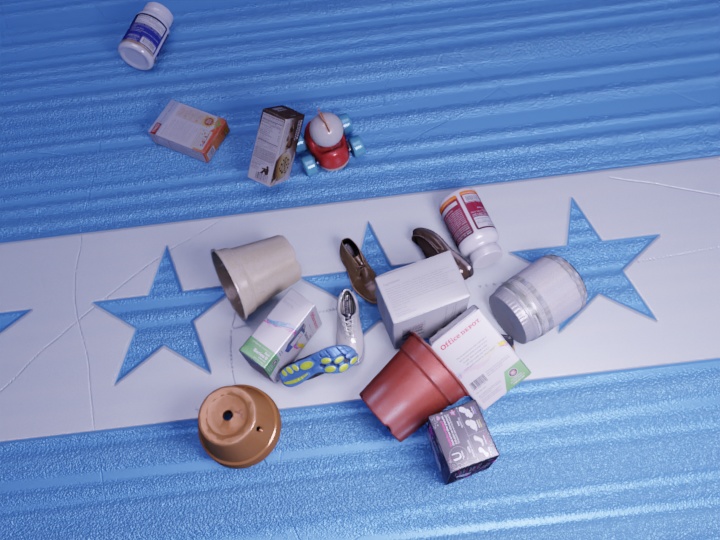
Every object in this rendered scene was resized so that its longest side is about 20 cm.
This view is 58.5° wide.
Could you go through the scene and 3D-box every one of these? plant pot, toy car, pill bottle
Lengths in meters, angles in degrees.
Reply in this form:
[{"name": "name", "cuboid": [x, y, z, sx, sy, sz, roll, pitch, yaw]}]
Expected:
[{"name": "plant pot", "cuboid": [-0.261, 0.002, 1.667, 0.183, 0.201, 0.201, -25, 66, -20]}, {"name": "toy car", "cuboid": [-0.101, -0.397, 1.817, 0.184, 0.200, 0.177, -22, 66, -7]}, {"name": "plant pot", "cuboid": [-0.298, 0.356, 1.520, 0.200, 0.140, 0.200, -2, 65, 4]}, {"name": "pill bottle", "cuboid": [0.295, -0.110, 1.706, 0.113, 0.113, 0.200, -20, 66, -5]}, {"name": "pill bottle", "cuboid": [-0.686, -0.757, 2.071, 0.116, 0.116, 0.200, 14, 66, 10]}, {"name": "plant pot", "cuboid": [0.115, 0.280, 1.506, 0.195, 0.201, 0.201, -41, 69, -6]}]

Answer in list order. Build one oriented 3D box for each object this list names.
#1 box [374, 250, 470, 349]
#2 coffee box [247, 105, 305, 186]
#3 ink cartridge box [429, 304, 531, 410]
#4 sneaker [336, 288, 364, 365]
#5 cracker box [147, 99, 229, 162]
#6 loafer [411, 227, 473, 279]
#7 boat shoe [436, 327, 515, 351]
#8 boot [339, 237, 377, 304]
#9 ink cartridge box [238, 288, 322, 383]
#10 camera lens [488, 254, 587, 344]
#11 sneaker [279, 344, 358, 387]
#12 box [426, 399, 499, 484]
[{"name": "box", "cuboid": [0.150, 0.076, 1.582, 0.200, 0.199, 0.131, -20, 66, -5]}, {"name": "coffee box", "cuboid": [-0.235, -0.348, 1.793, 0.080, 0.200, 0.113, 25, 26, 14]}, {"name": "ink cartridge box", "cuboid": [0.279, 0.202, 1.521, 0.145, 0.084, 0.200, -39, 93, 6]}, {"name": "sneaker", "cuboid": [-0.032, 0.141, 1.636, 0.073, 0.071, 0.200, -10, 65, -1]}, {"name": "cracker box", "cuboid": [-0.515, -0.420, 1.936, 0.200, 0.058, 0.134, 23, 68, 13]}, {"name": "loafer", "cuboid": [0.205, -0.038, 1.700, 0.200, 0.073, 0.071, 40, 73, 20]}, {"name": "boat shoe", "cuboid": [0.288, 0.172, 1.601, 0.200, 0.075, 0.062, 13, 62, 4]}, {"name": "boot", "cuboid": [0.000, 0.000, 1.698, 0.074, 0.075, 0.200, -29, 68, -11]}, {"name": "ink cartridge box", "cuboid": [-0.193, 0.162, 1.597, 0.087, 0.145, 0.200, 32, 71, 16]}, {"name": "camera lens", "cuboid": [0.440, 0.068, 1.587, 0.200, 0.160, 0.160, -32, 67, -11]}, {"name": "sneaker", "cuboid": [-0.103, 0.228, 1.592, 0.199, 0.083, 0.071, -20, 96, 5]}, {"name": "box", "cuboid": [0.220, 0.386, 1.435, 0.115, 0.200, 0.132, -19, 65, -6]}]
